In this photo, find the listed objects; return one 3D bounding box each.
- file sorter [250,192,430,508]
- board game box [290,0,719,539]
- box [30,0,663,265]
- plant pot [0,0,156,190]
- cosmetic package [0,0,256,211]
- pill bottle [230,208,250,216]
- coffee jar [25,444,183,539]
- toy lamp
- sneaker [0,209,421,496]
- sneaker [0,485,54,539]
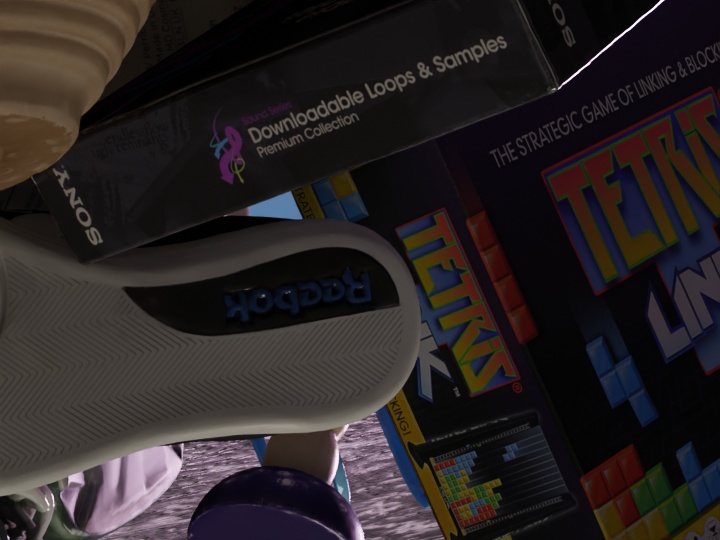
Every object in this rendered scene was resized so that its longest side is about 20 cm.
[{"bbox_3d":[0.051,0.003,1.035,0.199,0.123,0.139,-20,170,-13],"label":"file sorter"},{"bbox_3d":[0.078,0.000,0.883,0.057,0.166,0.200,-21,-176,37],"label":"board game box"},{"bbox_3d":[0.027,-0.070,0.728,0.143,0.036,0.200,-19,-169,37],"label":"box"},{"bbox_3d":[-0.120,-0.063,0.648,0.200,0.093,0.201,-11,170,-2],"label":"plant pot"},{"bbox_3d":[-0.129,-0.042,0.802,0.199,0.073,0.104,-9,169,-16],"label":"cosmetic package"},{"bbox_3d":[-0.140,-0.001,0.904,0.199,0.115,0.114,-10,170,-14],"label":"pill bottle"},{"bbox_3d":[-0.175,0.057,1.151,0.199,0.086,0.104,-2,-165,27],"label":"coffee jar"},{"bbox_3d":[0.000,0.000,0.885,0.058,0.201,0.058,10,146,7],"label":"toy lamp"},{"bbox_3d":[-0.095,0.020,0.771,0.199,0.073,0.112,1,178,-30],"label":"sneaker"},{"bbox_3d":[-0.132,0.086,0.944,0.070,0.073,0.200,0,-168,-3],"label":"sneaker"}]
